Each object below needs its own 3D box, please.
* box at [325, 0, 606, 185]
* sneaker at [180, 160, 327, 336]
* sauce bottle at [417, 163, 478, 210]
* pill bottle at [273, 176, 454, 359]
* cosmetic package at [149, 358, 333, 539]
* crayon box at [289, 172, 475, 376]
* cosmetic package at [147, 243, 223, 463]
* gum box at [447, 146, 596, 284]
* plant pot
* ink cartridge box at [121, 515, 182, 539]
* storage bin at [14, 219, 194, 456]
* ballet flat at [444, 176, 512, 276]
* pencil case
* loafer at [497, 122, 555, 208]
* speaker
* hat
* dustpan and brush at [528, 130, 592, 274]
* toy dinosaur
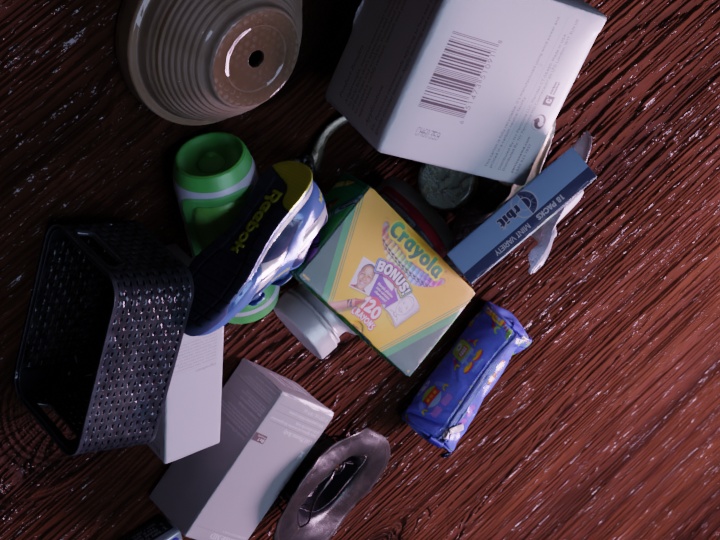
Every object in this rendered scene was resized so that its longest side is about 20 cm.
[{"bbox_3d":[0.103,-0.214,1.600,0.199,0.131,0.200,9,116,-35],"label":"box"},{"bbox_3d":[-0.101,-0.009,1.562,0.200,0.074,0.082,-50,145,-7],"label":"sneaker"},{"bbox_3d":[0.098,-0.099,1.757,0.065,0.065,0.200,-56,179,6],"label":"sauce bottle"},{"bbox_3d":[0.000,0.000,1.769,0.200,0.111,0.111,-44,140,-9],"label":"pill bottle"},{"bbox_3d":[-0.136,0.212,1.820,0.107,0.090,0.201,27,96,-50],"label":"cosmetic package"},{"bbox_3d":[0.018,0.006,1.676,0.119,0.058,0.200,-51,126,-5],"label":"crayon box"},{"bbox_3d":[-0.197,0.087,1.655,0.071,0.101,0.201,-19,130,-32],"label":"cosmetic package"},{"bbox_3d":[0.170,-0.056,1.715,0.170,0.045,0.200,-40,178,4],"label":"gum box"},{"bbox_3d":[-0.122,-0.218,1.503,0.200,0.093,0.202,-26,135,-29],"label":"plant pot"},{"bbox_3d":[-0.284,0.407,1.861,0.197,0.043,0.201,-30,134,-24],"label":"ink cartridge box"},{"bbox_3d":[-0.252,0.064,1.556,0.093,0.135,0.201,-6,123,-41],"label":"storage bin"},{"bbox_3d":[0.146,-0.068,1.854,0.200,0.057,0.067,-61,-177,48],"label":"ballet flat"},{"bbox_3d":[0.135,0.137,2.024,0.078,0.087,0.201,35,92,-29],"label":"pencil case"},{"bbox_3d":[0.180,-0.128,1.877,0.068,0.076,0.201,-24,147,-44],"label":"loafer"},{"bbox_3d":[-0.135,-0.041,1.630,0.088,0.088,0.201,-31,137,-22],"label":"speaker"},{"bbox_3d":[-0.057,0.247,1.918,0.200,0.081,0.201,-40,152,-26],"label":"hat"},{"bbox_3d":[0.226,-0.063,1.895,0.200,0.057,0.140,-45,165,-44],"label":"dustpan and brush"},{"bbox_3d":[-0.065,-0.090,1.688,0.201,0.047,0.088,-63,161,9],"label":"toy dinosaur"}]
